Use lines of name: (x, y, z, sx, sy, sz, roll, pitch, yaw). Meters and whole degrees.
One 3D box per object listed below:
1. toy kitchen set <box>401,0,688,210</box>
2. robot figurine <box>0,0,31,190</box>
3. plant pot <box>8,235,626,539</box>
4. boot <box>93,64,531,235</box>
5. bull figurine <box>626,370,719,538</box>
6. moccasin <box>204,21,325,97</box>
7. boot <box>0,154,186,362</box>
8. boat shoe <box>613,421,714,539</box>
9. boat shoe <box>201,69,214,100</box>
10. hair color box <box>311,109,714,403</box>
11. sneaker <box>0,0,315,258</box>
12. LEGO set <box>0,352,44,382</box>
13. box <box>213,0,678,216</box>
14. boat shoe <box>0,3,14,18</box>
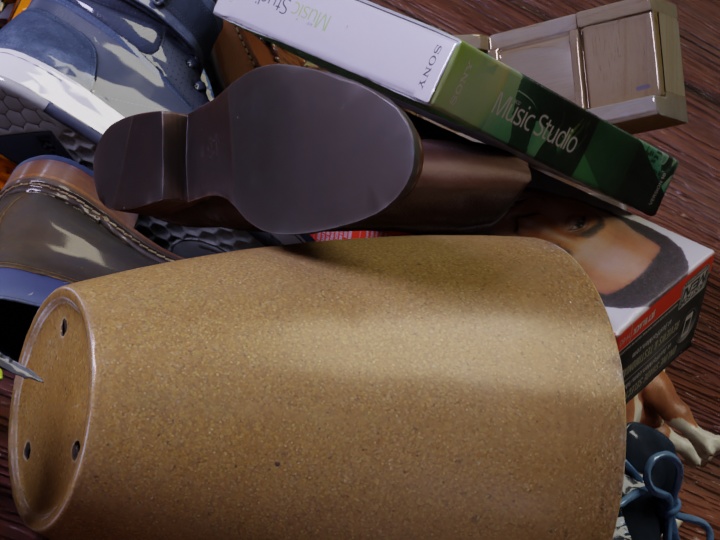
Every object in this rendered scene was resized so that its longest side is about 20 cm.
toy kitchen set: (0.083, -0.083, 1.369, 0.180, 0.200, 0.164, 7, 76, -53)
robot figurine: (-0.187, -0.134, 1.069, 0.145, 0.058, 0.200, 30, 44, -16)
plant pot: (-0.029, 0.067, 0.843, 0.199, 0.187, 0.187, 8, 31, -27)
boot: (0.018, -0.040, 0.902, 0.200, 0.064, 0.186, 6, -1, -44)
bull figurine: (0.125, 0.077, 1.109, 0.121, 0.065, 0.200, 37, 54, 5)
moccasin: (-0.029, -0.086, 1.167, 0.201, 0.078, 0.074, 51, 8, -38)
boot: (-0.090, 0.038, 0.956, 0.200, 0.075, 0.097, 33, 37, -6)
boat shoe: (0.101, 0.083, 0.893, 0.084, 0.068, 0.200, 71, -3, -58)
boat shoe: (-0.133, -0.087, 1.136, 0.072, 0.072, 0.200, -9, 23, -23)
hair color box: (0.060, -0.007, 1.050, 0.200, 0.061, 0.101, 27, 38, 24)
sneaker: (-0.073, -0.077, 1.019, 0.202, 0.077, 0.146, 37, 52, -10)
LEGO set: (-0.209, -0.011, 0.770, 0.200, 0.116, 0.154, 30, 21, -17)
box: (0.044, -0.087, 1.021, 0.144, 0.036, 0.200, 27, 5, 38)
boat shoe: (-0.151, -0.180, 1.182, 0.199, 0.067, 0.074, -5, 16, -4)
